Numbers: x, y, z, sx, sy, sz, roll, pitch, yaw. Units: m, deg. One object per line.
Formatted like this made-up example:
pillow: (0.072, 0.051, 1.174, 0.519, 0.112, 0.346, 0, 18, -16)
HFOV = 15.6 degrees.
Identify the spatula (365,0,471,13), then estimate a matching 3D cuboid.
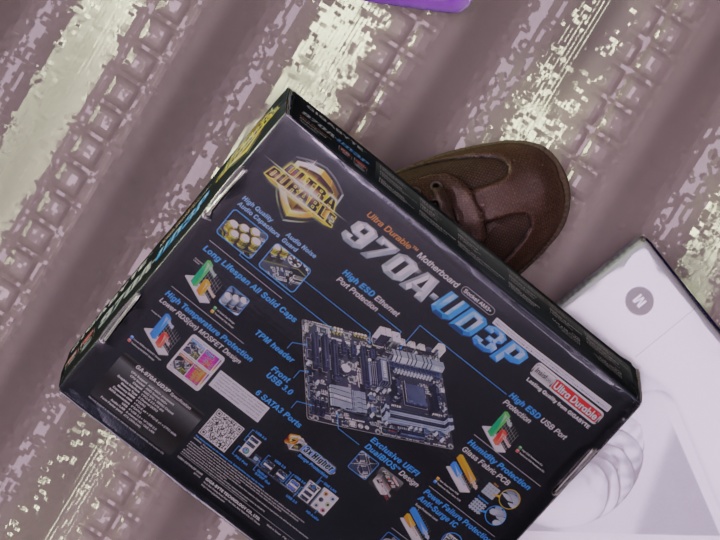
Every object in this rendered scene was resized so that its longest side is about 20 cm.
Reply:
spatula: (-0.044, -0.154, 1.195, 0.198, 0.021, 0.057, 7, 96, 7)

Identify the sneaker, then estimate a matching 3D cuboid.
sneaker: (0.000, 0.000, 1.171, 0.199, 0.076, 0.071, -23, 90, 8)

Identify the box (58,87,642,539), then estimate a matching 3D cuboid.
box: (-0.004, 0.046, 1.125, 0.200, 0.046, 0.159, 38, 106, -10)

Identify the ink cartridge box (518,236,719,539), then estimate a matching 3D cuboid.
ink cartridge box: (0.112, 0.122, 1.183, 0.200, 0.041, 0.200, -40, 88, 8)
